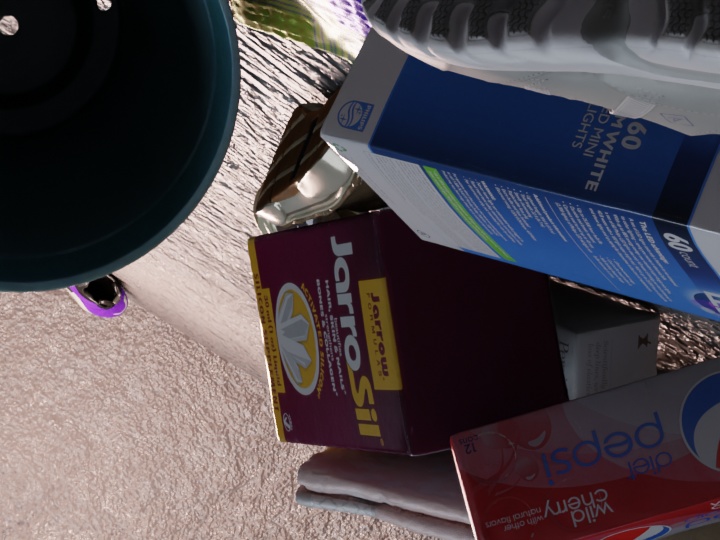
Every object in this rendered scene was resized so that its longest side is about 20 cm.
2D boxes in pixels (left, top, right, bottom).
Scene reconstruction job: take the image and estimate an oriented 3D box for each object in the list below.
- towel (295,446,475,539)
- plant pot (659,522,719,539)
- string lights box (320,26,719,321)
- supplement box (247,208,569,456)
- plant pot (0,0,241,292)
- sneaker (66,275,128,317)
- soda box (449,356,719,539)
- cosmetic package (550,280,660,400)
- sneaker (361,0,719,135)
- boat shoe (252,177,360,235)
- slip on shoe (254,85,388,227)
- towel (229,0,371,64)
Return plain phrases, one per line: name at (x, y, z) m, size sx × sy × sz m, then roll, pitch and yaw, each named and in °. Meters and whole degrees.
towel at (0.085, 0.124, 0.984) m, size 0.190 × 0.033 × 0.200 m, roll 10°, pitch -163°, yaw 27°
plant pot at (0.272, 0.180, 0.935) m, size 0.199 × 0.189 × 0.187 m, roll 11°, pitch 163°, yaw 24°
string lights box at (0.094, -0.035, 0.627) m, size 0.199 × 0.059 × 0.103 m, roll 17°, pitch 165°, yaw 35°
supplement box at (0.021, 0.032, 0.902) m, size 0.102 × 0.132 × 0.200 m, roll -8°, pitch 179°, yaw -24°
plant pot at (-0.176, -0.111, 0.799) m, size 0.200 × 0.201 × 0.188 m, roll 35°, pitch -176°, yaw -22°
sneaker at (-0.447, 0.042, 2.745) m, size 0.099 × 0.070 × 0.200 m, roll 23°, pitch 168°, yaw 31°
soda box at (0.149, 0.090, 0.772) m, size 0.063 × 0.199 × 0.070 m, roll 57°, pitch -164°, yaw -68°
cosmetic package at (0.089, 0.056, 0.990) m, size 0.074 × 0.103 × 0.199 m, roll -9°, pitch -164°, yaw -34°
sneaker at (0.081, -0.072, 0.496) m, size 0.199 × 0.075 × 0.082 m, roll 22°, pitch 165°, yaw 43°
boat shoe at (0.000, 0.000, 1.135) m, size 0.065 × 0.072 × 0.200 m, roll 28°, pitch 165°, yaw 47°
slip on shoe at (-0.009, -0.059, 0.884) m, size 0.060 × 0.077 × 0.200 m, roll 23°, pitch 166°, yaw -13°
towel at (-0.014, -0.126, 0.687) m, size 0.143 × 0.023 × 0.200 m, roll 29°, pitch 170°, yaw 11°
